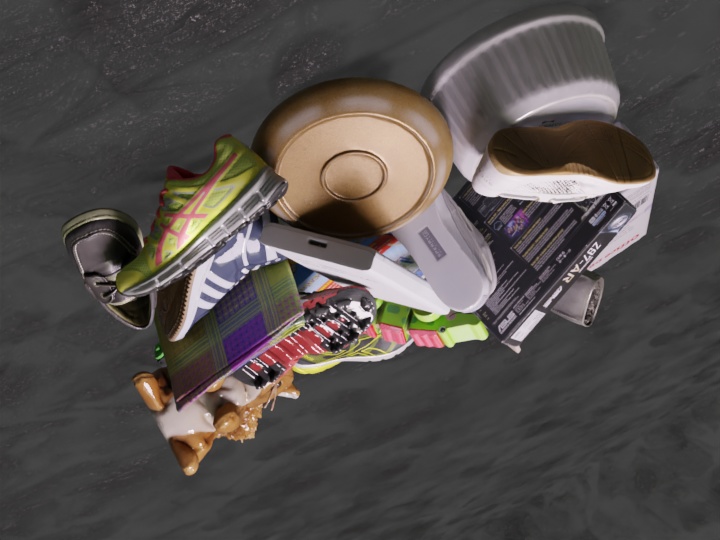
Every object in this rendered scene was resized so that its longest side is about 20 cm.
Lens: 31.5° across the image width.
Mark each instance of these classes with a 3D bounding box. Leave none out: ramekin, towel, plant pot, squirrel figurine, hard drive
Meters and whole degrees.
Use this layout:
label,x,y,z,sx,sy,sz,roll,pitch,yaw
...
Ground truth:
label,x,y,z,sx,sy,sz,roll,pitch,yaw
ramekin,0.164,-0.163,1.265,0.201,0.095,0.203,-20,158,-8
towel,-0.145,0.047,1.372,0.199,0.144,0.023,-37,143,23
plant pot,-0.007,-0.097,1.224,0.198,0.028,0.201,-3,136,-3
squirrel figurine,-0.177,0.159,1.653,0.186,0.142,0.200,-30,174,-10
hard drive,0.000,0.000,1.317,0.131,0.027,0.200,14,172,29

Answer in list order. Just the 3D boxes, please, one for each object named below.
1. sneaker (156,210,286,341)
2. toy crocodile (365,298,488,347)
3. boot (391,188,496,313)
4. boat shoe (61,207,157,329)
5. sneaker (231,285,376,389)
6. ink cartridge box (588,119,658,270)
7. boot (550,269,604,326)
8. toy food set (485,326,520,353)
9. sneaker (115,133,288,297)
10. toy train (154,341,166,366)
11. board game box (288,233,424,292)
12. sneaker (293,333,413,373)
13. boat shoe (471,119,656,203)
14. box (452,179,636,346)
label,x,y,z,sx,sy,sz,roll,pitch,yaw
sneaker,-0.145,-0.001,1.338,0.108,0.070,0.201,-9,144,-31
toy crocodile,0.048,0.057,1.454,0.198,0.062,0.068,8,153,21
boot,0.075,-0.050,1.338,0.073,0.201,0.096,-29,179,18
boat shoe,-0.241,0.003,1.277,0.071,0.066,0.201,-21,158,-3
sneaker,-0.061,0.052,1.386,0.200,0.098,0.071,-28,122,34
ink cartridge box,0.279,-0.074,1.568,0.144,0.084,0.200,-33,158,-5
boot,0.199,0.014,1.580,0.198,0.073,0.182,19,163,13
toy food set,0.184,-0.027,1.439,0.201,0.143,0.060,-55,150,10
sneaker,-0.164,-0.052,1.205,0.200,0.091,0.078,-38,-178,15
toy train,-0.167,0.042,1.450,0.042,0.057,0.200,32,124,-31
board game box,-0.004,-0.010,1.496,0.195,0.056,0.200,2,147,-47
sneaker,-0.006,0.081,1.677,0.198,0.075,0.085,-20,157,-10
boat shoe,0.193,-0.098,1.229,0.198,0.071,0.069,0,150,-29
box,0.174,-0.044,1.386,0.200,0.160,0.043,-51,151,12
